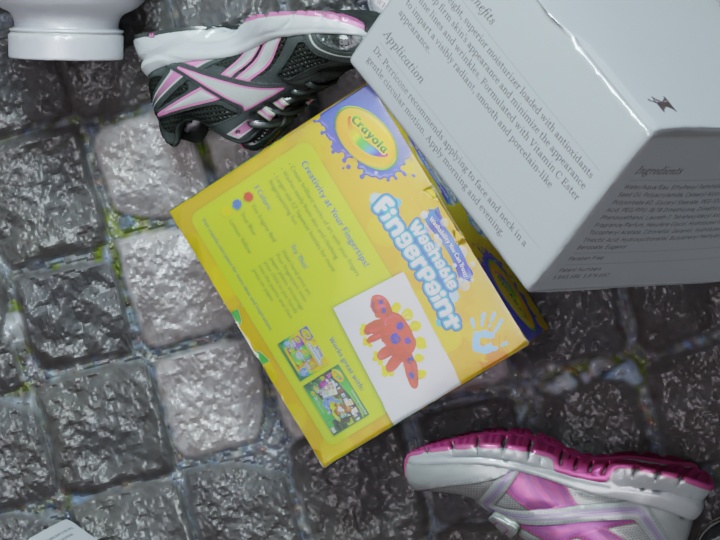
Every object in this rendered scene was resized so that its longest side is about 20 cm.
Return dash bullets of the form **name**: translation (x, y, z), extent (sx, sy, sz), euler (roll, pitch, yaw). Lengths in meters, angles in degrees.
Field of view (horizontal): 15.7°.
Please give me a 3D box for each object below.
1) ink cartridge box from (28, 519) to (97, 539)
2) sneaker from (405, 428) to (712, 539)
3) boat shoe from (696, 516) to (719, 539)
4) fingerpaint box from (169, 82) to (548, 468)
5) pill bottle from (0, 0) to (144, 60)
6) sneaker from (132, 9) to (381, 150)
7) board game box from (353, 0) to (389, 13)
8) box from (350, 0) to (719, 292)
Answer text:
- **ink cartridge box**: translation (-0.171, 0.291, 1.790), extent (0.200, 0.083, 0.145), euler (35, 103, 8)
- **sneaker**: translation (0.123, 0.156, 1.693), extent (0.200, 0.081, 0.088), euler (10, 97, 14)
- **boat shoe**: translation (0.310, 0.202, 1.668), extent (0.201, 0.063, 0.074), euler (15, 102, 14)
- **fingerpaint box**: translation (0.000, 0.000, 1.721), extent (0.167, 0.073, 0.200), euler (-33, 88, 16)
- **pill bottle**: translation (-0.194, -0.240, 1.726), extent (0.112, 0.112, 0.200), euler (3, 97, 14)
- **sneaker**: translation (-0.057, -0.123, 1.708), extent (0.200, 0.080, 0.086), euler (-5, 93, 41)
- **board game box**: translation (0.113, -0.159, 1.694), extent (0.200, 0.035, 0.136), euler (42, 104, 7)
- **box**: translation (0.139, -0.103, 1.532), extent (0.199, 0.200, 0.131), euler (54, 125, 27)
